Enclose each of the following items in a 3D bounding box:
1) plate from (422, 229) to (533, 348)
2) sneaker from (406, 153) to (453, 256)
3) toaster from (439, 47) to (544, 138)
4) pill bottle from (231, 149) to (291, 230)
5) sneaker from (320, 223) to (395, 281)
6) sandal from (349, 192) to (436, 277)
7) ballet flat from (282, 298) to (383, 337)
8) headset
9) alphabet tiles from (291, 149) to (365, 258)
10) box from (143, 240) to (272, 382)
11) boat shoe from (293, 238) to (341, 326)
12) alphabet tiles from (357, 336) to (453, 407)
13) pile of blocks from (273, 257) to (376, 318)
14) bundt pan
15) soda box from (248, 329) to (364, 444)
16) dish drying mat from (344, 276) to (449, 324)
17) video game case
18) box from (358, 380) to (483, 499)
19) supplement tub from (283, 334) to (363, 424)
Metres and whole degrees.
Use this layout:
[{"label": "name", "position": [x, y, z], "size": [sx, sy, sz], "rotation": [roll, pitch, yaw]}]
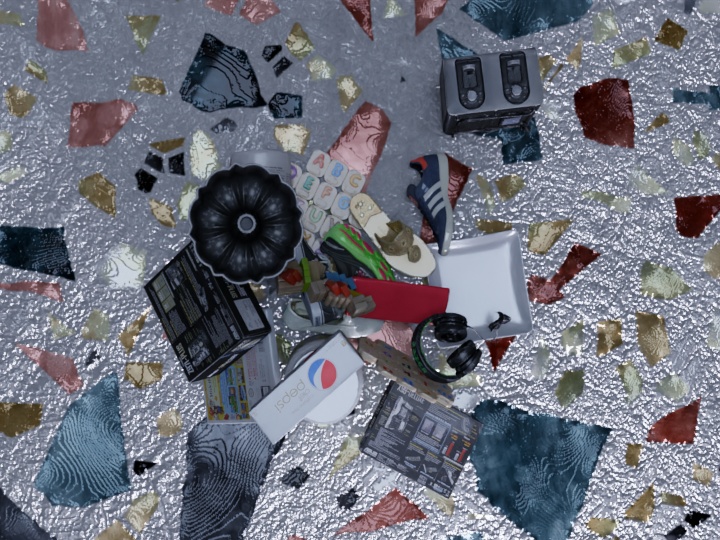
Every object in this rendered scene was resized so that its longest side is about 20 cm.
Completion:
[{"label": "plate", "position": [0.228, 0.036, 1.476], "size": [0.194, 0.032, 0.205], "rotation": [-9, 89, -4]}, {"label": "sneaker", "position": [0.130, -0.124, 1.446], "size": [0.082, 0.075, 0.205], "rotation": [-3, 71, -2]}, {"label": "toaster", "position": [0.240, -0.328, 1.414], "size": [0.176, 0.200, 0.122], "rotation": [-5, 87, 4]}, {"label": "pill bottle", "position": [-0.183, -0.113, 1.397], "size": [0.111, 0.114, 0.206], "rotation": [0, 90, -4]}, {"label": "sneaker", "position": [0.000, 0.000, 1.446], "size": [0.083, 0.077, 0.201], "rotation": [-34, 104, 28]}, {"label": "sandal", "position": [0.057, -0.064, 1.424], "size": [0.211, 0.070, 0.078], "rotation": [44, 91, 2]}, {"label": "ballet flat", "position": [-0.051, 0.085, 1.432], "size": [0.194, 0.069, 0.072], "rotation": [4, 89, -2]}, {"label": "headset", "position": [0.187, 0.128, 1.394], "size": [0.196, 0.094, 0.126], "rotation": [-17, 76, -33]}, {"label": "alphabet tiles", "position": [-0.079, -0.122, 1.466], "size": [0.197, 0.015, 0.199], "rotation": [28, 87, -3]}, {"label": "box", "position": [-0.276, 0.069, 1.359], "size": [0.163, 0.085, 0.203], "rotation": [-37, 75, 28]}, {"label": "boat shoe", "position": [-0.084, 0.006, 1.404], "size": [0.066, 0.074, 0.202], "rotation": [-13, 56, -14]}, {"label": "alphabet tiles", "position": [0.081, 0.184, 1.382], "size": [0.197, 0.196, 0.015], "rotation": [30, 98, -4]}, {"label": "pile of blocks", "position": [-0.060, 0.020, 1.331], "size": [0.195, 0.062, 0.084], "rotation": [18, 64, -7]}, {"label": "bundt pan", "position": [-0.198, -0.078, 1.296], "size": [0.196, 0.076, 0.208], "rotation": [0, 89, -13]}, {"label": "soda box", "position": [-0.087, 0.188, 1.236], "size": [0.199, 0.064, 0.068], "rotation": [-41, 91, -3]}, {"label": "dish drying mat", "position": [0.070, 0.058, 1.416], "size": [0.195, 0.018, 0.079], "rotation": [7, 110, -15]}, {"label": "video game case", "position": [-0.225, 0.180, 1.400], "size": [0.178, 0.023, 0.206], "rotation": [-8, 90, 31]}, {"label": "box", "position": [0.116, 0.319, 1.455], "size": [0.197, 0.050, 0.161], "rotation": [27, 87, -3]}, {"label": "supplement tub", "position": [-0.068, 0.195, 1.369], "size": [0.141, 0.200, 0.149], "rotation": [0, 89, -4]}]
